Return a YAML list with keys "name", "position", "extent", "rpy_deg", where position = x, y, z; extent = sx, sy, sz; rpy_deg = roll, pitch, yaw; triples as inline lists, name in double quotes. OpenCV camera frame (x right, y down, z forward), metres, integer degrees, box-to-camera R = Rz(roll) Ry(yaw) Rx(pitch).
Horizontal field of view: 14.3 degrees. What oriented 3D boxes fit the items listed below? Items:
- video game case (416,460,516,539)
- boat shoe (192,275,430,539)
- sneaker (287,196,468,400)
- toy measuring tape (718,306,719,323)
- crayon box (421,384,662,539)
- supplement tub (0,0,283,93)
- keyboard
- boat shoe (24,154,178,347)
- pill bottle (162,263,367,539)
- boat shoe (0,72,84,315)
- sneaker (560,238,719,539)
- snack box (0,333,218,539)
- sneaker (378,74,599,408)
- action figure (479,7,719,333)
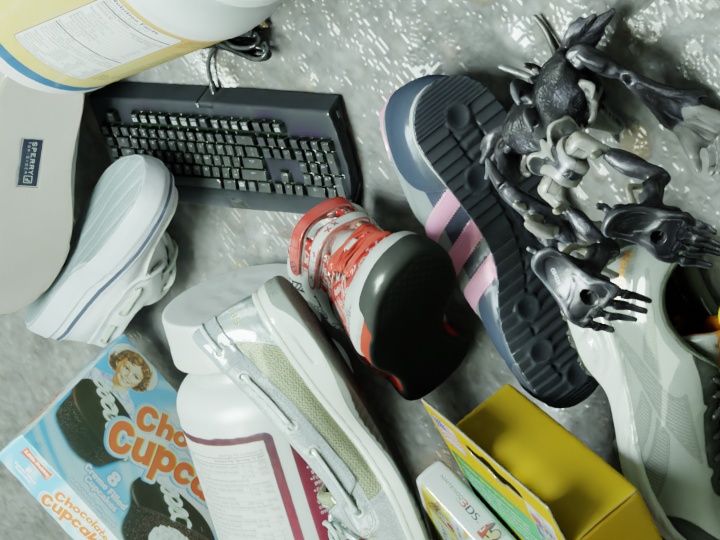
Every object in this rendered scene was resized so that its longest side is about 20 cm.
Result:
- name: "video game case"
  position: [0.105, 0.213, 1.630]
  extent: [0.182, 0.023, 0.200]
  rpy_deg: [47, 168, 25]
- name: "boat shoe"
  position: [-0.019, 0.100, 1.627]
  extent: [0.065, 0.074, 0.202]
  rpy_deg: [-29, 109, 5]
- name: "sneaker"
  position: [-0.001, 0.001, 1.595]
  extent: [0.108, 0.067, 0.201]
  rpy_deg: [46, 173, 18]
- name: "toy measuring tape"
  position: [0.268, 0.068, 1.454]
  extent: [0.200, 0.074, 0.074]
  rpy_deg: [37, 138, -3]
- name: "crayon box"
  position: [0.119, 0.147, 1.564]
  extent: [0.126, 0.052, 0.200]
  rpy_deg: [40, 164, 48]
- name: "supplement tub"
  position: [-0.122, -0.186, 1.586]
  extent: [0.200, 0.145, 0.145]
  rpy_deg: [-16, 104, 47]
- name: "keyboard"
  position: [-0.087, -0.093, 1.707]
  extent: [0.200, 0.021, 0.127]
  rpy_deg: [5, 119, 40]
- name: "boat shoe"
  position: [-0.144, -0.011, 1.785]
  extent: [0.067, 0.074, 0.200]
  rpy_deg: [19, 152, -18]
- name: "pill bottle"
  position: [-0.047, 0.105, 1.727]
  extent: [0.109, 0.109, 0.201]
  rpy_deg: [2, 116, 42]
- name: "boat shoe"
  position: [-0.211, -0.074, 1.779]
  extent: [0.093, 0.074, 0.200]
  rpy_deg: [-104, 28, -51]
- name: "sneaker"
  position: [0.175, 0.071, 1.528]
  extent: [0.079, 0.074, 0.201]
  rpy_deg: [-14, 106, 38]
- name: "snack box"
  position: [-0.120, 0.149, 1.796]
  extent: [0.200, 0.116, 0.037]
  rpy_deg: [48, 135, -5]
- name: "sneaker"
  position: [0.073, -0.018, 1.584]
  extent: [0.082, 0.070, 0.201]
  rpy_deg: [10, 126, 66]
- name: "action figure"
  position: [0.123, -0.050, 1.464]
  extent: [0.102, 0.200, 0.119]
  rpy_deg: [30, 117, -26]
